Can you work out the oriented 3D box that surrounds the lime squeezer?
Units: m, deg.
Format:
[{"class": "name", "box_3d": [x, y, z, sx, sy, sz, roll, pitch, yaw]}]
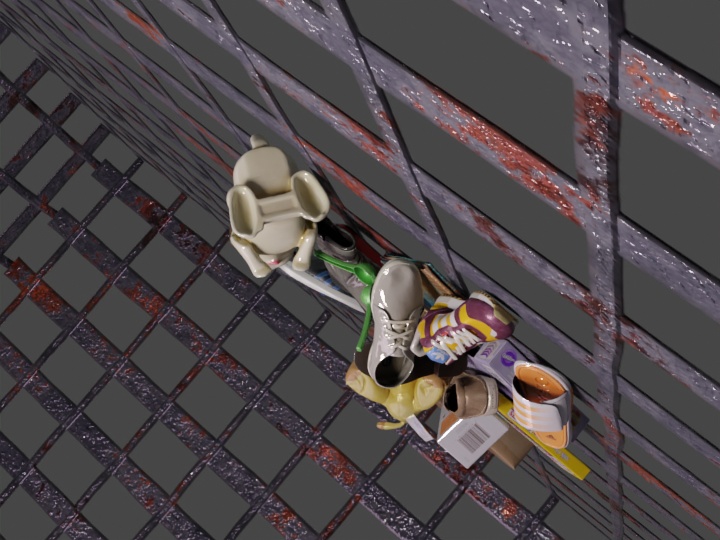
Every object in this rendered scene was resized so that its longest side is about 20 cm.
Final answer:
[{"class": "lime squeezer", "box_3d": [-0.004, 0.026, 1.588, 0.038, 0.070, 0.200, 96, 157, -45]}]

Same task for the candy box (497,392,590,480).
[{"class": "candy box", "box_3d": [0.260, 0.244, 1.727, 0.200, 0.026, 0.102, 40, 178, -8]}]

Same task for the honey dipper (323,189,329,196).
[{"class": "honey dipper", "box_3d": [-0.094, -0.123, 1.696, 0.038, 0.038, 0.200, 43, 170, -25]}]

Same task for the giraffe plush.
[{"class": "giraffe plush", "box_3d": [0.090, 0.166, 1.923, 0.172, 0.162, 0.200, -11, 120, 27]}]

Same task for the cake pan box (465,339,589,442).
[{"class": "cake pan box", "box_3d": [0.225, 0.161, 1.681, 0.200, 0.052, 0.184, 42, 172, -18]}]

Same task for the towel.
[{"class": "towel", "box_3d": [0.111, 0.031, 1.593, 0.147, 0.022, 0.200, 42, 173, -15]}]

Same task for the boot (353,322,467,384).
[{"class": "boot", "box_3d": [0.042, 0.109, 1.690, 0.186, 0.065, 0.200, 8, -168, -25]}]

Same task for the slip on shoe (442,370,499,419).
[{"class": "slip on shoe", "box_3d": [0.151, 0.190, 1.682, 0.060, 0.076, 0.200, -2, 178, -10]}]

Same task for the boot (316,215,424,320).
[{"class": "boot", "box_3d": [0.000, 0.000, 1.674, 0.200, 0.068, 0.131, 32, 161, 36]}]

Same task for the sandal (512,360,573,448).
[{"class": "sandal", "box_3d": [0.252, 0.202, 1.540, 0.079, 0.059, 0.207, 12, 144, 30]}]

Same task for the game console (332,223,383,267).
[{"class": "game console", "box_3d": [0.009, -0.014, 1.848, 0.177, 0.031, 0.200, 42, 174, -12]}]

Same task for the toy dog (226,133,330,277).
[{"class": "toy dog", "box_3d": [-0.140, -0.078, 1.628, 0.194, 0.139, 0.200, 61, 163, 22]}]

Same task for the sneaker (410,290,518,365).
[{"class": "sneaker", "box_3d": [0.130, 0.082, 1.436, 0.075, 0.090, 0.200, 40, 166, -11]}]

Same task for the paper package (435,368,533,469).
[{"class": "paper package", "box_3d": [0.222, 0.251, 2.102, 0.200, 0.104, 0.191, 43, 175, -25]}]

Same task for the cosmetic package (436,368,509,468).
[{"class": "cosmetic package", "box_3d": [0.189, 0.233, 1.862, 0.071, 0.101, 0.200, 42, -164, -5]}]

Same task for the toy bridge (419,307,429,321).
[{"class": "toy bridge", "box_3d": [0.031, 0.025, 1.786, 0.200, 0.027, 0.067, 33, 174, 11]}]

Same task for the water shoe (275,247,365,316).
[{"class": "water shoe", "box_3d": [-0.041, 0.009, 1.854, 0.199, 0.079, 0.072, 27, 172, -4]}]

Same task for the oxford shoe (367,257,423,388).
[{"class": "oxford shoe", "box_3d": [0.049, 0.077, 1.519, 0.075, 0.201, 0.058, 1, -152, -12]}]
